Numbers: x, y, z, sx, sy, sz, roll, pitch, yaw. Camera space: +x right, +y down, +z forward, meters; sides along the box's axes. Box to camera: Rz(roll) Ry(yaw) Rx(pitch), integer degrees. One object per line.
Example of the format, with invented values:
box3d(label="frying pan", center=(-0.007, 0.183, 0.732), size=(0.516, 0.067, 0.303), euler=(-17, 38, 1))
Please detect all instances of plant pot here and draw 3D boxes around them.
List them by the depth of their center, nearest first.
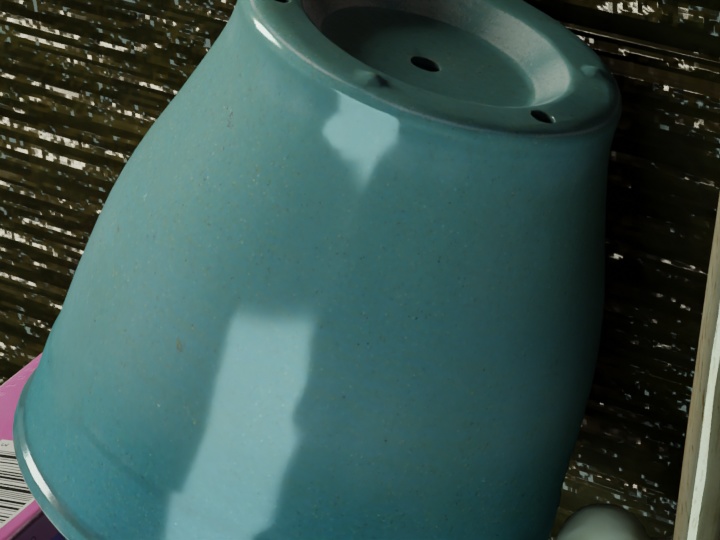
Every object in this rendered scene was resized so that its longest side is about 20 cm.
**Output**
box3d(label="plant pot", center=(0.000, 0.000, 0.939), size=(0.200, 0.200, 0.189), euler=(30, 118, 19))

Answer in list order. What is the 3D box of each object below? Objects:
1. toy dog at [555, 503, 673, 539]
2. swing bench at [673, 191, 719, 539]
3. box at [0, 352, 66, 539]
box3d(label="toy dog", center=(0.149, 0.153, 0.955), size=(0.193, 0.140, 0.200), euler=(23, 132, 8))
box3d(label="swing bench", center=(0.193, 0.080, 0.796), size=(0.198, 0.130, 0.201), euler=(14, 97, 22))
box3d(label="box", center=(-0.104, 0.149, 1.123), size=(0.096, 0.176, 0.201), euler=(5, 121, 37))
